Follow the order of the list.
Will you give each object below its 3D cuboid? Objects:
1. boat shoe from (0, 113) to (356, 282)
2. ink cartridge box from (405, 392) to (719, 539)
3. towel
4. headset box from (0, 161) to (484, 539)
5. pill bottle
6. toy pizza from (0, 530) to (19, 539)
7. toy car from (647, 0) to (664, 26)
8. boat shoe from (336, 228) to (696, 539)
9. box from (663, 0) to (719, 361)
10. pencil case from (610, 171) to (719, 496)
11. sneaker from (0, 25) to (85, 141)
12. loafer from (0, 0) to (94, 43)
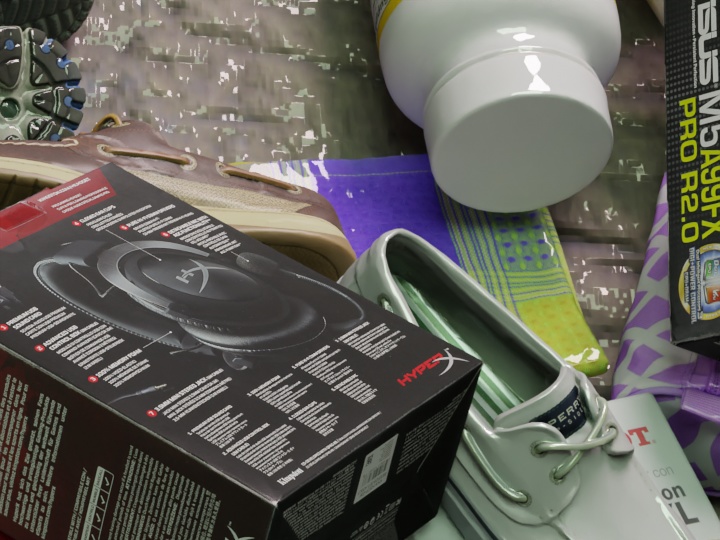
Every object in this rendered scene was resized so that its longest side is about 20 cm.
[{"bbox_3d":[-0.100,-0.025,1.137,0.199,0.072,0.072,7,37,-14],"label":"boat shoe"},{"bbox_3d":[0.087,0.161,1.090,0.145,0.083,0.201,-10,61,-31],"label":"ink cartridge box"},{"bbox_3d":[0.000,0.000,1.200,0.199,0.023,0.144,-1,46,-15],"label":"towel"},{"bbox_3d":[-0.080,0.042,1.008,0.199,0.078,0.149,26,29,21],"label":"headset box"},{"bbox_3d":[0.059,-0.128,1.246,0.111,0.112,0.201,-1,53,-11],"label":"pill bottle"},{"bbox_3d":[-0.171,0.087,1.032,0.199,0.032,0.200,-5,27,3],"label":"toy pizza"},{"bbox_3d":[0.210,-0.170,1.292,0.174,0.150,0.200,-30,35,6],"label":"toy car"},{"bbox_3d":[0.063,0.067,1.049,0.200,0.067,0.074,39,49,7],"label":"boat shoe"},{"bbox_3d":[0.206,-0.027,1.180,0.199,0.044,0.161,19,65,-45],"label":"box"},{"bbox_3d":[0.166,0.001,1.217,0.083,0.086,0.201,20,59,-5],"label":"pencil case"},{"bbox_3d":[-0.196,-0.015,1.166,0.077,0.085,0.200,46,70,-14],"label":"sneaker"},{"bbox_3d":[-0.221,-0.121,1.230,0.199,0.075,0.070,-13,55,-27],"label":"loafer"}]
